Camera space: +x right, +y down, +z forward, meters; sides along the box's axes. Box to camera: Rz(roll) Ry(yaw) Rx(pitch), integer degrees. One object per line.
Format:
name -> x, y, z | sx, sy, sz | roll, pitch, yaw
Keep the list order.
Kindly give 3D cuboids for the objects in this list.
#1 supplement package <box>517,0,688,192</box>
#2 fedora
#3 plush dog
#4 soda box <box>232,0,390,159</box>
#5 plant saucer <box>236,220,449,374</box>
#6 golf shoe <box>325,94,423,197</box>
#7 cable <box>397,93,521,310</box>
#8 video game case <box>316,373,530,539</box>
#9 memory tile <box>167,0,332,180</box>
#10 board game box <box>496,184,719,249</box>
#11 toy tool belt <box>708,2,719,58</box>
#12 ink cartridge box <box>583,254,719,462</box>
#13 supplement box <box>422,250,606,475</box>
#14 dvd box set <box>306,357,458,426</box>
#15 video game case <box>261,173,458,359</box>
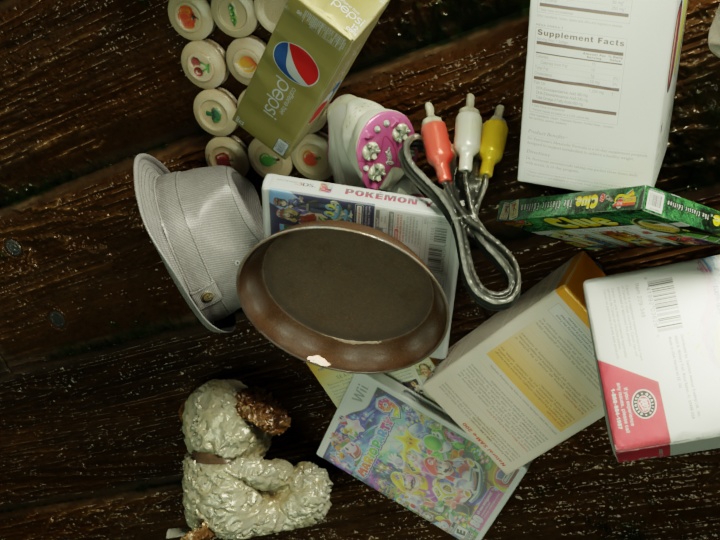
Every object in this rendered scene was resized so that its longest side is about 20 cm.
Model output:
supplement package -> 0.193, -0.174, 0.979 | 0.109, 0.114, 0.201 | 11, 124, 16
fedora -> -0.138, -0.037, 1.224 | 0.090, 0.177, 0.201 | -21, 125, 5
plush dog -> -0.148, 0.204, 1.373 | 0.199, 0.160, 0.173 | -2, 96, 43
soda box -> -0.045, -0.180, 1.067 | 0.064, 0.068, 0.200 | 37, 149, -2
plant saucer -> -0.014, 0.020, 1.148 | 0.199, 0.035, 0.201 | 8, 139, 7
golf shoe -> 0.011, -0.078, 1.174 | 0.091, 0.075, 0.201 | 41, 147, 40
cable -> 0.085, -0.062, 1.055 | 0.096, 0.201, 0.050 | -1, 146, -5
video game case -> 0.062, 0.195, 1.305 | 0.199, 0.018, 0.144 | 30, 130, 7
memory tile -> -0.101, -0.176, 1.193 | 0.152, 0.017, 0.201 | 2, 120, 26
board game box -> 0.207, -0.041, 1.020 | 0.104, 0.024, 0.200 | 18, 172, -24
toy tool belt -> 0.357, -0.191, 0.883 | 0.199, 0.125, 0.123 | 19, 135, 15
ink cartridge box -> 0.293, 0.068, 1.022 | 0.199, 0.086, 0.148 | -10, 72, 9
supplement box -> 0.174, 0.091, 1.184 | 0.126, 0.074, 0.200 | 47, 127, -6
dvd box set -> 0.041, 0.133, 1.306 | 0.146, 0.029, 0.200 | -23, 108, 36
video game case -> 0.000, 0.000, 1.164 | 0.181, 0.023, 0.201 | 9, 139, 6
